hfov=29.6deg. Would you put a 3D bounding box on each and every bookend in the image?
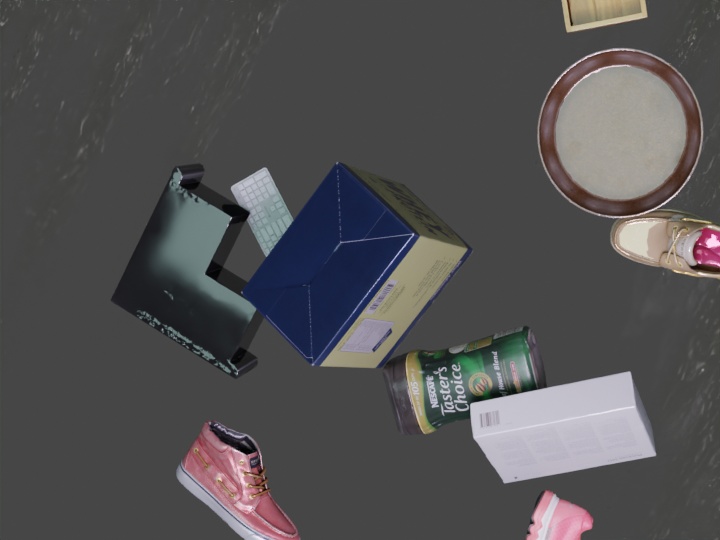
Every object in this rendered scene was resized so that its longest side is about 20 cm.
[{"bbox_3d":[-0.188,-0.002,1.769,0.197,0.092,0.202,30,103,8],"label":"bookend"}]

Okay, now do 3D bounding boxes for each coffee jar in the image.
[{"bbox_3d":[0.130,0.141,1.709,0.197,0.085,0.106,-14,99,16],"label":"coffee jar"}]

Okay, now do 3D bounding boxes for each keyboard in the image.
[{"bbox_3d":[-0.101,-0.033,1.785,0.056,0.011,0.202,-27,90,16],"label":"keyboard"}]

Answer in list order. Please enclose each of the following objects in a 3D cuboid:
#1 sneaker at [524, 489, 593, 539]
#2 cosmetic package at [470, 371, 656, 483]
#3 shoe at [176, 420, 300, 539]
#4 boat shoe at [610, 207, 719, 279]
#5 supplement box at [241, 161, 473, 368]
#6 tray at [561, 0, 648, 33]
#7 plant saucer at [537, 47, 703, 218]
[{"bbox_3d":[0.240,0.385,1.720,0.085,0.074,0.203,15,101,10],"label":"sneaker"},{"bbox_3d":[0.248,0.194,1.655,0.197,0.151,0.052,-13,55,15],"label":"cosmetic package"},{"bbox_3d":[-0.149,0.287,1.808,0.199,0.071,0.092,35,110,12],"label":"shoe"},{"bbox_3d":[0.396,-0.031,1.626,0.197,0.069,0.075,7,99,13],"label":"boat shoe"},{"bbox_3d":[0.000,0.000,1.648,0.134,0.199,0.201,43,103,21],"label":"supplement box"},{"bbox_3d":[0.280,-0.394,1.626,0.097,0.037,0.203,-8,96,15],"label":"tray"},{"bbox_3d":[0.314,-0.166,1.648,0.197,0.034,0.204,2,97,15],"label":"plant saucer"}]
